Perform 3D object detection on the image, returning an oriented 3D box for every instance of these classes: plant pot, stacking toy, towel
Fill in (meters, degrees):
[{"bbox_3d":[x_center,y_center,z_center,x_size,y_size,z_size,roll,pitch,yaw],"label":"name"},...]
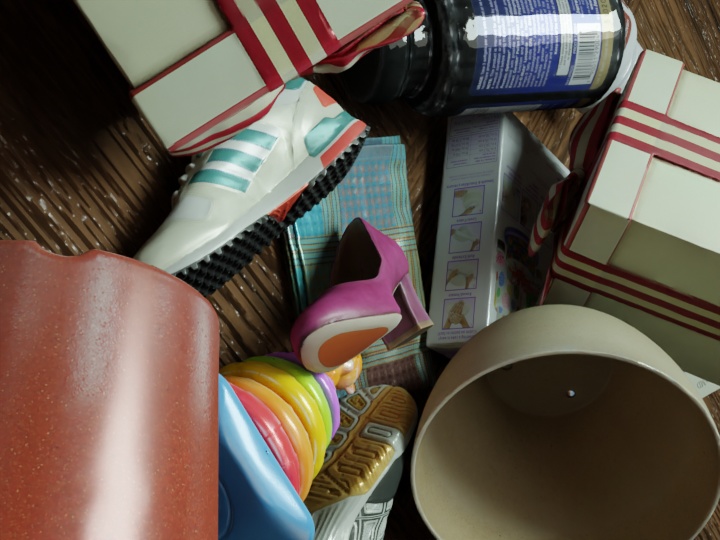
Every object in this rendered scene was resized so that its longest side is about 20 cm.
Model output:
[{"bbox_3d":[-0.144,0.104,0.473,0.201,0.200,0.196,30,54,-44],"label":"plant pot"},{"bbox_3d":[0.138,0.101,0.744,0.201,0.200,0.135,60,19,-24],"label":"plant pot"},{"bbox_3d":[-0.053,0.088,0.654,0.116,0.110,0.200,58,33,-4],"label":"stacking toy"},{"bbox_3d":[0.000,0.000,0.784,0.147,0.022,0.201,-12,93,-50],"label":"towel"}]

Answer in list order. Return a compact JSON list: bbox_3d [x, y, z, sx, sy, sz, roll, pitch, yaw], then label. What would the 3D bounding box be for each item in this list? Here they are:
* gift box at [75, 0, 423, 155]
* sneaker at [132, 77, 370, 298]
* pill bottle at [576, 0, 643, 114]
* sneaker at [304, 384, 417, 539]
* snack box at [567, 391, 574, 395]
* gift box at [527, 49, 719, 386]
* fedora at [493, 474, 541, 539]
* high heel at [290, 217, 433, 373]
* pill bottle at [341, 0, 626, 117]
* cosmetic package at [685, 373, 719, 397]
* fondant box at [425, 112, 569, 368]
[{"bbox_3d":[-0.070,-0.183,0.576,0.187,0.184,0.200,58,4,-19],"label":"gift box"},{"bbox_3d":[-0.087,-0.058,0.669,0.093,0.070,0.200,44,60,7],"label":"sneaker"},{"bbox_3d":[0.180,-0.225,0.970,0.200,0.112,0.112,33,59,-42],"label":"pill bottle"},{"bbox_3d":[-0.015,0.171,0.703,0.200,0.076,0.088,-58,134,-24],"label":"sneaker"},{"bbox_3d":[0.185,0.176,0.927,0.072,0.024,0.201,-25,120,-49],"label":"snack box"},{"bbox_3d":[0.233,-0.028,0.831,0.200,0.186,0.185,104,11,-53],"label":"gift box"},{"bbox_3d":[0.127,0.254,0.844,0.200,0.082,0.201,6,82,-49],"label":"fedora"},{"bbox_3d":[-0.015,0.007,0.671,0.096,0.067,0.200,58,12,10],"label":"high heel"},{"bbox_3d":[0.090,-0.174,0.807,0.200,0.112,0.112,-7,88,-23],"label":"pill bottle"},{"bbox_3d":[0.253,0.031,0.996,0.103,0.087,0.200,-19,89,-38],"label":"cosmetic package"},{"bbox_3d":[0.120,-0.015,0.891,0.144,0.058,0.200,31,60,-52],"label":"fondant box"}]
